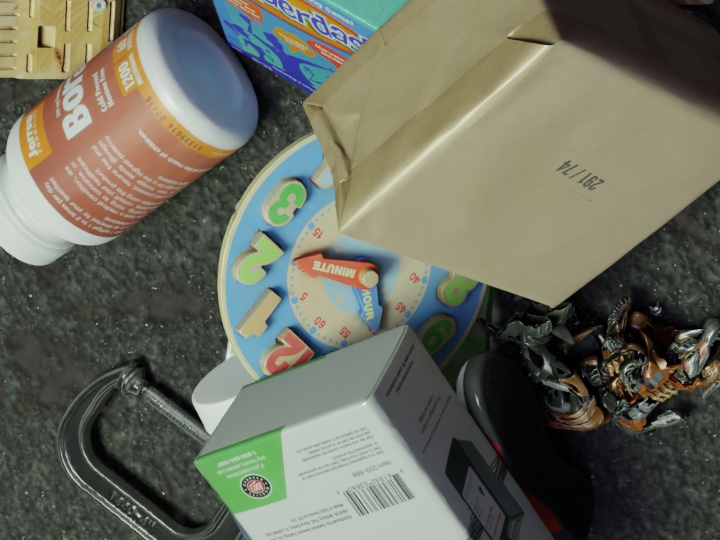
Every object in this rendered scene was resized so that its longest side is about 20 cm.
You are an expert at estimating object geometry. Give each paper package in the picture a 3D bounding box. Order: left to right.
[{"bbox_3d":[0.102,-0.085,1.091,0.191,0.199,0.104,-41,49,30],"label":"paper package"}]

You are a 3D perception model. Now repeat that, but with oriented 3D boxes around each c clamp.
[{"bbox_3d":[-0.134,0.139,1.412,0.199,0.027,0.171,31,114,10],"label":"c clamp"}]

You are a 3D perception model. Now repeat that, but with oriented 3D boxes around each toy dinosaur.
[{"bbox_3d":[0.147,0.065,1.237,0.199,0.102,0.136,-27,113,9],"label":"toy dinosaur"}]

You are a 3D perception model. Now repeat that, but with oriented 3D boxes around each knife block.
[{"bbox_3d":[-0.291,-0.194,1.370,0.199,0.176,0.064,-2,112,-23],"label":"knife block"}]

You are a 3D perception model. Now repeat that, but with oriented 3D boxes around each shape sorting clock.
[{"bbox_3d":[0.000,0.000,1.218,0.039,0.199,0.201,-142,53,-59],"label":"shape sorting clock"}]

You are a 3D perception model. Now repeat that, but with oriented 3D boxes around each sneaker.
[{"bbox_3d":[0.075,0.126,1.249,0.107,0.068,0.202,-2,145,29],"label":"sneaker"}]

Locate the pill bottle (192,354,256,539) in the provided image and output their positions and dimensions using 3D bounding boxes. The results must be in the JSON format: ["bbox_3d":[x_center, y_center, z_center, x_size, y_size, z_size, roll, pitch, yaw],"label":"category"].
[{"bbox_3d":[-0.034,0.152,1.300,0.119,0.120,0.201,-18,109,26],"label":"pill bottle"}]

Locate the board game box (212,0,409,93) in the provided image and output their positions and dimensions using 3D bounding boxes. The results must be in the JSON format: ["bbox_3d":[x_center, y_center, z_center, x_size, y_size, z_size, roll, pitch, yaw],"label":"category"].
[{"bbox_3d":[-0.027,-0.163,1.188,0.152,0.200,0.045,31,78,13],"label":"board game box"}]

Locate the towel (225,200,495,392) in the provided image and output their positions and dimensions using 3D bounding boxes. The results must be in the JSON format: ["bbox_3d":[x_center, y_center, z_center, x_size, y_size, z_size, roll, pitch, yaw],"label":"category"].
[{"bbox_3d":[-0.003,0.035,1.323,0.199,0.031,0.150,11,110,20],"label":"towel"}]

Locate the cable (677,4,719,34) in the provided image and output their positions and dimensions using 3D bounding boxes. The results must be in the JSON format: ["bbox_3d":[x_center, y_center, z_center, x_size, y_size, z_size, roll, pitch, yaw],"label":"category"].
[{"bbox_3d":[0.140,-0.160,1.202,0.199,0.051,0.164,1,100,25],"label":"cable"}]

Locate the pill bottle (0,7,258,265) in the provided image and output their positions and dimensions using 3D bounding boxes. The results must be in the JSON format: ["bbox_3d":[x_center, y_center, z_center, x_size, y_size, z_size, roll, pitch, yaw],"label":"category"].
[{"bbox_3d":[-0.178,-0.089,1.315,0.200,0.112,0.112,-33,91,27],"label":"pill bottle"}]

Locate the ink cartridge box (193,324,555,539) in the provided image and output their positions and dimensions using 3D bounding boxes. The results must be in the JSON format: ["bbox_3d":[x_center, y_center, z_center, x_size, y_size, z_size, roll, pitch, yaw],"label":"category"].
[{"bbox_3d":[0.015,0.153,1.172,0.145,0.084,0.200,-21,113,33],"label":"ink cartridge box"}]

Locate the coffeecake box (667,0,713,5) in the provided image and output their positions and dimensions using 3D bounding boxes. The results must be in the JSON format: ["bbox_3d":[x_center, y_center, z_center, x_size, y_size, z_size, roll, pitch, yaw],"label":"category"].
[{"bbox_3d":[0.118,-0.245,1.137,0.199,0.073,0.155,2,82,22],"label":"coffeecake box"}]
